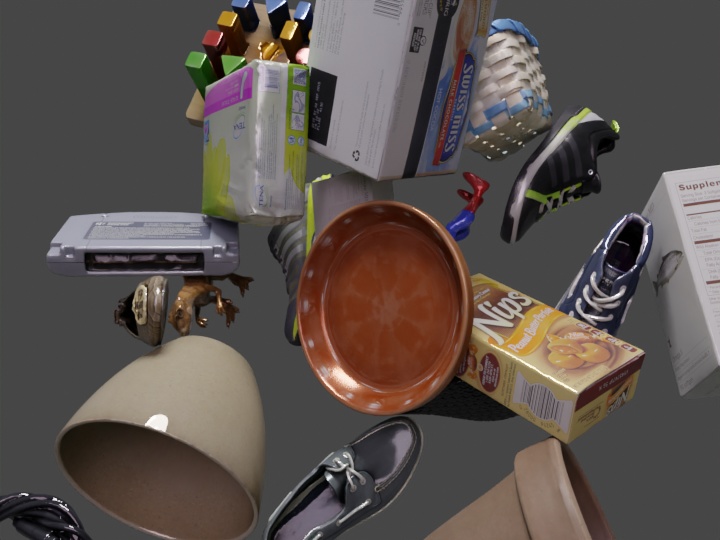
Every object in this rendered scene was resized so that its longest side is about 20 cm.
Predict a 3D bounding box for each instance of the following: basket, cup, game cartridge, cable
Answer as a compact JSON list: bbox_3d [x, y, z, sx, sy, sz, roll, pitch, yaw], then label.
[{"bbox_3d":[0.130,-0.237,0.805,0.137,0.175,0.204,-23,77,27],"label":"basket"},{"bbox_3d":[-0.172,0.152,0.692,0.195,0.203,0.145,8,44,11],"label":"cup"},{"bbox_3d":[-0.235,-0.032,0.792,0.195,0.133,0.043,0,107,-10],"label":"game cartridge"},{"bbox_3d":[-0.348,0.310,0.707,0.162,0.051,0.201,-35,66,-8],"label":"cable"}]

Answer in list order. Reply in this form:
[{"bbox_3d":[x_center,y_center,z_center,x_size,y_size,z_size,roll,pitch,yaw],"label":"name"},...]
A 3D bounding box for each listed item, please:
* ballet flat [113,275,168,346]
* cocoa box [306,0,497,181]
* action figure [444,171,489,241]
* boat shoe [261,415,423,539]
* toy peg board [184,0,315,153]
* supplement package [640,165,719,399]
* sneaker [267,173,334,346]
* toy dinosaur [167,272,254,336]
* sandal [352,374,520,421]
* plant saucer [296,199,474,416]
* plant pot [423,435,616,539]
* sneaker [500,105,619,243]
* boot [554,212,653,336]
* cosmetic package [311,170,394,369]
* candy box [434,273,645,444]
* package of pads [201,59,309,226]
[{"bbox_3d":[-0.230,0.042,0.733,0.045,0.199,0.069,9,82,-21],"label":"ballet flat"},{"bbox_3d":[0.035,-0.208,0.701,0.130,0.204,0.132,-12,32,-45],"label":"cocoa box"},{"bbox_3d":[0.063,-0.022,0.789,0.097,0.066,0.203,22,70,9],"label":"action figure"},{"bbox_3d":[-0.016,0.217,0.696,0.199,0.062,0.073,-38,67,-9],"label":"boat shoe"},{"bbox_3d":[-0.114,-0.280,0.905,0.196,0.098,0.203,14,69,13],"label":"toy peg board"},{"bbox_3d":[0.368,0.010,0.704,0.114,0.117,0.204,-7,65,5],"label":"supplement package"},{"bbox_3d":[-0.067,-0.011,0.807,0.079,0.074,0.204,-5,64,24],"label":"sneaker"},{"bbox_3d":[-0.182,0.006,0.802,0.061,0.105,0.201,-54,27,14],"label":"toy dinosaur"},{"bbox_3d":[0.083,0.115,0.725,0.195,0.076,0.049,1,50,8],"label":"sandal"},{"bbox_3d":[0.021,0.036,0.681,0.197,0.032,0.206,-2,87,36],"label":"plant saucer"},{"bbox_3d":[0.135,0.269,0.604,0.172,0.200,0.204,-27,64,16],"label":"plant pot"},{"bbox_3d":[0.232,-0.106,0.798,0.082,0.072,0.202,31,74,17],"label":"sneaker"},{"bbox_3d":[0.237,0.037,0.725,0.072,0.091,0.202,24,72,17],"label":"boot"},{"bbox_3d":[0.000,0.000,0.748,0.081,0.050,0.205,-10,81,36],"label":"cosmetic package"},{"bbox_3d":[0.151,0.074,0.674,0.114,0.057,0.198,-16,32,-39],"label":"candy box"},{"bbox_3d":[-0.120,-0.128,0.757,0.067,0.199,0.159,1,94,-26],"label":"package of pads"}]
